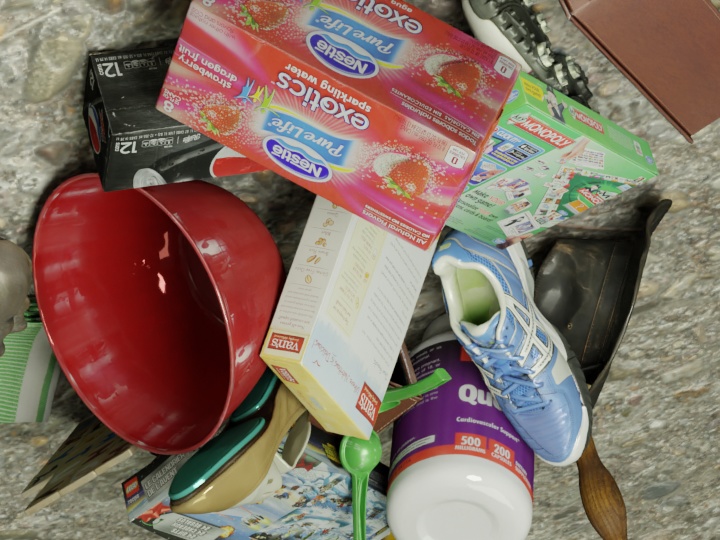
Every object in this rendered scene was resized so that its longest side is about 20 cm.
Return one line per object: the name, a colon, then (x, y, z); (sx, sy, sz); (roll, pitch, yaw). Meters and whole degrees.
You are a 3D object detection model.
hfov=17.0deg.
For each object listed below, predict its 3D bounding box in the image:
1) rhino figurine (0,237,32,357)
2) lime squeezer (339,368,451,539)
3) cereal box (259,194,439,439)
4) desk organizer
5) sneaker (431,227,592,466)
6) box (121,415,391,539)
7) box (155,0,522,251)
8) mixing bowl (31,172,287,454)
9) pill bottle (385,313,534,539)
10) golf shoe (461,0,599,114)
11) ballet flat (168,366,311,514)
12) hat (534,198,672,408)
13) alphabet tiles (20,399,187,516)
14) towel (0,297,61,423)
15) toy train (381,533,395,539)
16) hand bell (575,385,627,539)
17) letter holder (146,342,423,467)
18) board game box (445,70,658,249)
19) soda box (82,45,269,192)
rhino figurine: (-0.317, 0.015, 1.645); (0.198, 0.060, 0.088); (-1, 129, -23)
lime squeezer: (0.016, 0.129, 1.781); (0.038, 0.071, 0.201); (-24, 144, -46)
cereal box: (0.000, 0.000, 1.672); (0.039, 0.201, 0.144); (11, 159, 25)
desk organizer: (0.202, -0.173, 1.632); (0.077, 0.072, 0.200); (-33, 144, 16)
sneaker: (0.105, 0.057, 1.773); (0.075, 0.201, 0.077); (-24, -175, 33)
box: (-0.067, 0.175, 1.838); (0.137, 0.040, 0.200); (-34, 140, 20)
box: (-0.014, -0.114, 1.494); (0.199, 0.096, 0.100); (28, 137, 2)
mixing bowl: (-0.121, 0.014, 1.654); (0.108, 0.200, 0.201); (-25, 157, -41)
pill bottle: (0.080, 0.125, 1.865); (0.111, 0.201, 0.113); (3, 132, 3)
golf shoe: (0.100, -0.130, 1.639); (0.088, 0.078, 0.200); (-22, 147, 13)
ballet flat: (-0.069, 0.122, 1.656); (0.068, 0.200, 0.063); (-26, 107, 32)
hat: (0.170, 0.023, 1.855); (0.080, 0.201, 0.201); (21, 142, 6)
alphabet tiles: (-0.178, 0.117, 1.780); (0.167, 0.008, 0.200); (-31, -170, 21)
towel: (-0.317, 0.077, 1.768); (0.198, 0.024, 0.153); (-5, 145, -21)
toy train: (0.018, 0.284, 2.204); (0.198, 0.056, 0.151); (-3, 143, -23)
hand bell: (0.178, 0.136, 1.941); (0.103, 0.201, 0.104); (-13, 146, -9)
letter holder: (-0.079, 0.095, 1.847); (0.200, 0.101, 0.142); (-39, 140, 27)
board game box: (0.102, -0.072, 1.644); (0.134, 0.029, 0.200); (-26, 155, 24)
soda box: (-0.079, -0.107, 1.581); (0.198, 0.071, 0.064); (-8, 148, -17)
